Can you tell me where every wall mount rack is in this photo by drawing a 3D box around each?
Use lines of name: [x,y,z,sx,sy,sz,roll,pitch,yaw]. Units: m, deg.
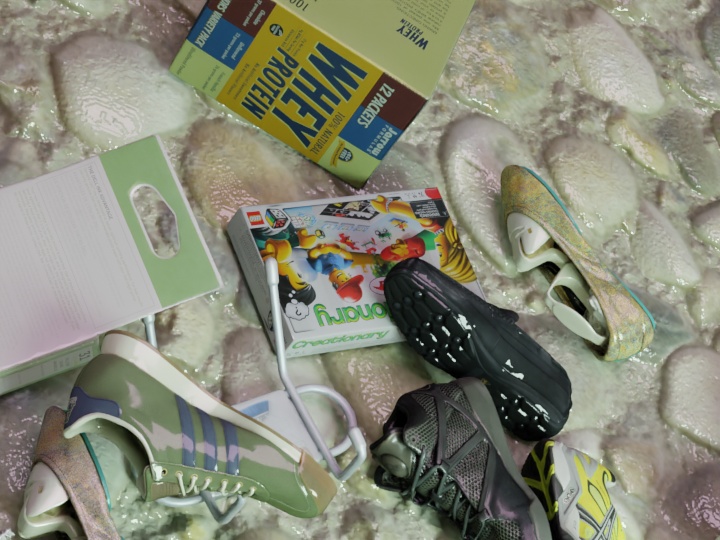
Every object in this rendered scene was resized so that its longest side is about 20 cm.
wall mount rack: [-0.088,0.093,1.711,0.199,0.075,0.174,-17,67,-35]

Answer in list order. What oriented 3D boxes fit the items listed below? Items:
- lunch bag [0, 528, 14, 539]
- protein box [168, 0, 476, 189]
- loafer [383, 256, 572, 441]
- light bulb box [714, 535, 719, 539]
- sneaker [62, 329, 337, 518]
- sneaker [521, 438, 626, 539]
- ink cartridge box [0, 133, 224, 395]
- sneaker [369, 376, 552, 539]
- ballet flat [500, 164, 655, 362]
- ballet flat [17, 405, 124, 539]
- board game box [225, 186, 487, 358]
lunch bag: [-0.328,0.175,1.453,0.200,0.168,0.140,37,47,-2]
protein box: [-0.023,-0.219,1.936,0.198,0.135,0.201,31,47,-7]
loafer: [0.097,0.056,1.834,0.200,0.068,0.071,43,46,-20]
light bulb box: [0.385,0.292,1.809,0.199,0.125,0.199,-9,62,-33]
sneaker: [-0.121,0.134,1.595,0.200,0.067,0.090,35,62,-1]
sneaker: [0.176,0.223,1.772,0.076,0.075,0.201,14,53,-20]
ink cartridge box: [-0.218,-0.003,1.680,0.199,0.048,0.146,-19,66,-14]
sneaker: [0.073,0.175,1.750,0.114,0.076,0.200,-6,58,-31]
ballet flat: [0.171,-0.004,1.944,0.071,0.071,0.200,-28,74,-40]
ballet flat: [-0.200,0.187,1.590,0.067,0.068,0.201,-16,65,-29]
board game box: [0.000,0.000,1.858,0.199,0.035,0.127,-7,63,-34]
